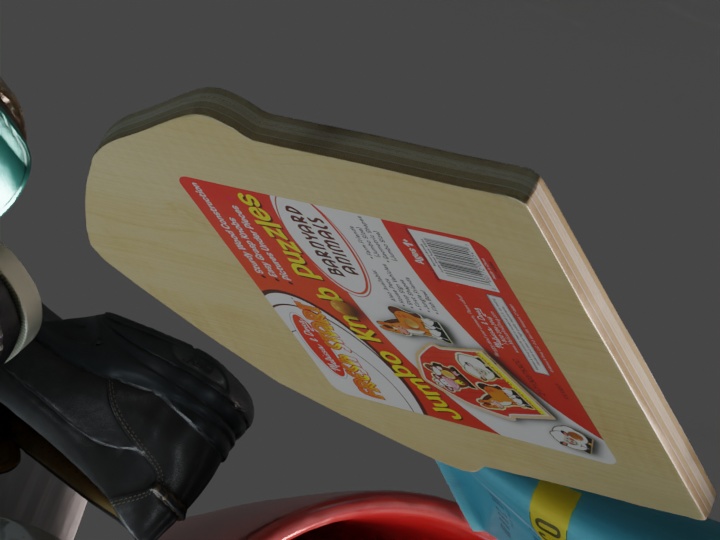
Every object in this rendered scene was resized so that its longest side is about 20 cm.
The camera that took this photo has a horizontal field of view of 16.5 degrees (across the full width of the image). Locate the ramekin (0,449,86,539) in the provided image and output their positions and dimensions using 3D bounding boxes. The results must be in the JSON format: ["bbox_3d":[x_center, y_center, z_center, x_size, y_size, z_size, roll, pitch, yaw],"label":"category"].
[{"bbox_3d":[-0.210,0.082,1.102,0.202,0.095,0.203,24,157,11],"label":"ramekin"}]

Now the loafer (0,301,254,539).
[{"bbox_3d":[-0.141,0.045,0.967,0.199,0.073,0.073,17,156,30],"label":"loafer"}]

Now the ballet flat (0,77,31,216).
[{"bbox_3d":[-0.164,-0.081,0.736,0.065,0.071,0.200,32,159,33],"label":"ballet flat"}]

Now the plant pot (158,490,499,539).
[{"bbox_3d":[-0.028,0.178,0.988,0.200,0.201,0.177,38,167,-21],"label":"plant pot"}]

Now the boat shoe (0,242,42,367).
[{"bbox_3d":[-0.202,0.056,0.933,0.072,0.068,0.200,47,127,-9],"label":"boat shoe"}]

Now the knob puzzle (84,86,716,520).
[{"bbox_3d":[0.000,0.000,0.757,0.219,0.031,0.220,24,158,10],"label":"knob puzzle"}]

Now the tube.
[{"bbox_3d":[0.111,0.104,0.839,0.199,0.050,0.078,22,150,31],"label":"tube"}]

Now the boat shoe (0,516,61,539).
[{"bbox_3d":[-0.157,0.173,1.001,0.070,0.091,0.200,17,148,-5],"label":"boat shoe"}]
